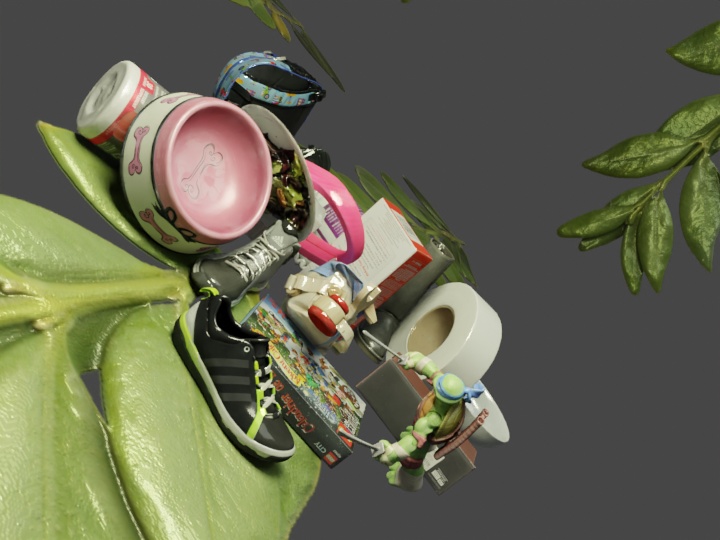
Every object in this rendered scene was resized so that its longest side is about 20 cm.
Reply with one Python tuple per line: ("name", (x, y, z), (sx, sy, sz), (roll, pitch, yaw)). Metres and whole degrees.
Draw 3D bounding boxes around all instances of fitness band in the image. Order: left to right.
("fitness band", (-0.070, -0.082, 1.124), (0.199, 0.037, 0.145), (31, -41, 40))

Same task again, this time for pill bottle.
("pill bottle", (-0.259, -0.168, 1.044), (0.200, 0.110, 0.111), (38, 19, -37))
("pill bottle", (-0.038, -0.071, 1.452), (0.201, 0.112, 0.112), (55, 16, 15))

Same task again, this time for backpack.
("backpack", (-0.194, -0.322, 1.490), (0.199, 0.183, 0.135), (9, 33, -51))

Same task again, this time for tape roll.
("tape roll", (0.138, 0.120, 1.343), (0.071, 0.202, 0.203), (40, 18, -26))

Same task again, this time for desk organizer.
("desk organizer", (0.088, 0.226, 1.202), (0.201, 0.072, 0.077), (52, 13, 5))

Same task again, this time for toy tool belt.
("toy tool belt", (-0.034, 0.035, 1.060), (0.125, 0.123, 0.200), (48, -19, -5))

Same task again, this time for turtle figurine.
("turtle figurine", (0.051, 0.183, 1.020), (0.195, 0.197, 0.145), (96, -16, -46))

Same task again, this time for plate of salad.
("plate of salad", (-0.131, -0.128, 1.103), (0.048, 0.201, 0.201), (-27, 73, -32))

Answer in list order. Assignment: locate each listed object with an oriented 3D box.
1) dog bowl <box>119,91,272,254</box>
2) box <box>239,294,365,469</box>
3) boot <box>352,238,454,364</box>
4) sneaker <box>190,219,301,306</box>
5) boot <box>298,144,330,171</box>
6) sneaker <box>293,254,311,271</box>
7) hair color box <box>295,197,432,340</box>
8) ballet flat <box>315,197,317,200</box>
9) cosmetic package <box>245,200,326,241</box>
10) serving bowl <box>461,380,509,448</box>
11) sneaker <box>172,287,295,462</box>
("dog bowl", (-0.191, -0.121, 0.981), (0.199, 0.073, 0.204), (-1, 91, -49))
("box", (-0.078, 0.134, 0.998), (0.200, 0.038, 0.137), (49, 15, -7))
("boot", (0.077, 0.047, 1.336), (0.073, 0.200, 0.182), (44, 16, -16))
("sneaker", (-0.139, -0.022, 1.039), (0.075, 0.115, 0.200), (50, 15, 1))
("boot", (-0.156, -0.192, 1.426), (0.162, 0.195, 0.075), (-154, -119, -67))
("sneaker", (-0.051, -0.008, 1.330), (0.201, 0.081, 0.075), (52, 17, 12))
("hair color box", (0.000, 0.000, 1.224), (0.064, 0.199, 0.112), (26, 28, -57))
("ballet flat", (-0.153, -0.147, 1.316), (0.199, 0.072, 0.072), (34, 18, -9))
("cosmetic package", (-0.157, -0.120, 1.239), (0.200, 0.106, 0.090), (49, 15, -11))
("serving bowl", (0.182, 0.241, 1.442), (0.200, 0.066, 0.201), (47, 16, -17))
("sneaker", (-0.123, 0.108, 0.843), (0.201, 0.083, 0.072), (53, 16, 7))
